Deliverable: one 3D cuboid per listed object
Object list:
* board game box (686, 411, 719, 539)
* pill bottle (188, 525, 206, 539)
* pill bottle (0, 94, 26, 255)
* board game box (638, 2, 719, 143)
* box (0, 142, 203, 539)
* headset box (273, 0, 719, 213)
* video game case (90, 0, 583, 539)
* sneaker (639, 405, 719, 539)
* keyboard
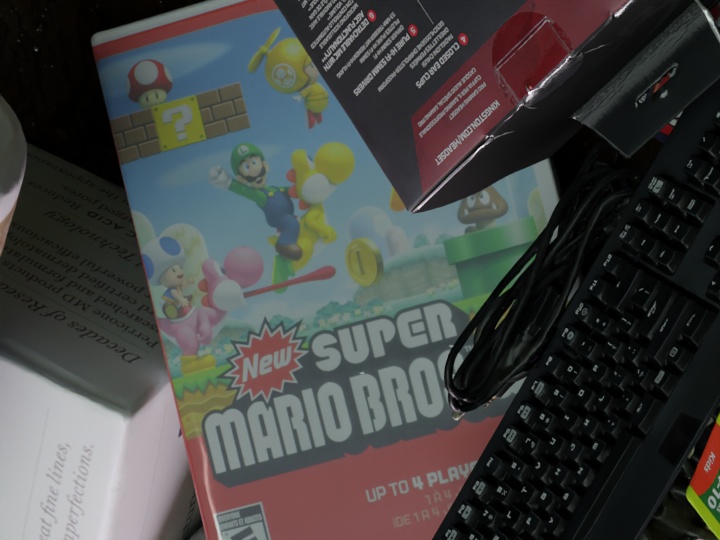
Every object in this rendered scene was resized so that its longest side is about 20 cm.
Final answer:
[{"bbox_3d":[0.198,0.031,0.652,0.048,0.198,0.102,54,136,47],"label":"board game box"},{"bbox_3d":[0.011,0.180,0.859,0.199,0.112,0.113,25,121,16],"label":"pill bottle"},{"bbox_3d":[-0.181,0.029,0.734,0.110,0.111,0.201,30,122,12],"label":"pill bottle"},{"bbox_3d":[0.160,-0.114,0.680,0.199,0.062,0.201,30,124,15],"label":"board game box"},{"bbox_3d":[-0.155,0.064,0.884,0.199,0.131,0.200,25,122,15],"label":"box"},{"bbox_3d":[0.034,-0.126,0.670,0.201,0.075,0.149,57,135,11],"label":"headset box"},{"bbox_3d":[0.000,0.000,0.770,0.142,0.017,0.202,-15,83,9],"label":"video game case"},{"bbox_3d":[0.096,0.074,0.698,0.074,0.080,0.200,38,102,1],"label":"sneaker"},{"bbox_3d":[0.059,0.027,0.671,0.039,0.104,0.201,29,92,-30],"label":"keyboard"}]
